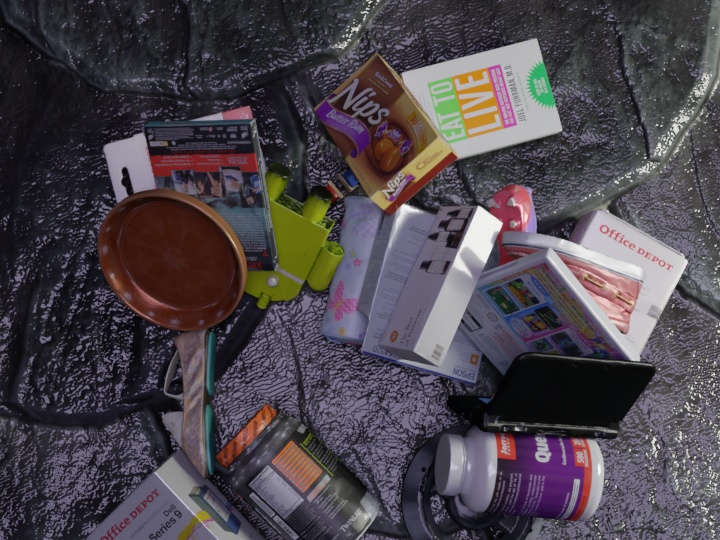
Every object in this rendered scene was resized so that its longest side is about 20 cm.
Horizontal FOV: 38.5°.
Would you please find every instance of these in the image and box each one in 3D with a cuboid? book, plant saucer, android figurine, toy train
[{"bbox_3d":[0.164,-0.229,1.424,0.199,0.048,0.134,-16,89,-8],"label":"book"},{"bbox_3d":[-0.240,-0.014,1.325,0.199,0.032,0.201,7,121,13],"label":"plant saucer"},{"bbox_3d":[-0.114,-0.037,1.343,0.182,0.041,0.200,30,121,-1],"label":"android figurine"},{"bbox_3d":[-0.051,-0.096,1.395,0.200,0.046,0.034,-39,89,-6],"label":"toy train"}]

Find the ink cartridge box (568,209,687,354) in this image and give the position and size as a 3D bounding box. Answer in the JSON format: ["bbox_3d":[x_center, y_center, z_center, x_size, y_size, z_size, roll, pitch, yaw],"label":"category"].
[{"bbox_3d":[0.324,0.040,1.392,0.146,0.083,0.200,29,85,-1],"label":"ink cartridge box"}]

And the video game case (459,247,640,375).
[{"bbox_3d":[0.223,0.072,1.306,0.200,0.182,0.024,48,45,-20],"label":"video game case"}]

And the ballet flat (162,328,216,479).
[{"bbox_3d":[-0.223,0.174,1.345,0.067,0.068,0.201,-3,66,1],"label":"ballet flat"}]

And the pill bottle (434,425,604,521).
[{"bbox_3d":[0.201,0.256,1.319,0.199,0.112,0.113,7,85,-10],"label":"pill bottle"}]

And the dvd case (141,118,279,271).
[{"bbox_3d":[-0.186,-0.092,1.299,0.145,0.022,0.201,0,116,16],"label":"dvd case"}]

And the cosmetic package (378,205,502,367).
[{"bbox_3d":[0.099,0.016,1.289,0.051,0.082,0.201,31,76,-27],"label":"cosmetic package"}]

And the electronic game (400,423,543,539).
[{"bbox_3d":[0.152,0.307,1.381,0.199,0.042,0.201,2,80,-10],"label":"electronic game"}]

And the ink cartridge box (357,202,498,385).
[{"bbox_3d":[0.092,0.032,1.356,0.196,0.043,0.201,19,84,-32],"label":"ink cartridge box"}]

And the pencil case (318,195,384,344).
[{"bbox_3d":[0.000,0.000,1.371,0.090,0.083,0.201,6,83,41],"label":"pencil case"}]

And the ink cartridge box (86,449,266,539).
[{"bbox_3d":[-0.223,0.353,1.311,0.145,0.088,0.200,-43,88,16],"label":"ink cartridge box"}]

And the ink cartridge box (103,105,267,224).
[{"bbox_3d":[-0.229,-0.134,1.375,0.199,0.067,0.117,-15,87,-6],"label":"ink cartridge box"}]

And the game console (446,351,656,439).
[{"bbox_3d":[0.236,0.146,1.303,0.199,0.176,0.117,7,96,-21],"label":"game console"}]

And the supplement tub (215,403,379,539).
[{"bbox_3d":[-0.083,0.275,1.327,0.200,0.123,0.123,45,84,1],"label":"supplement tub"}]

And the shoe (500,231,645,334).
[{"bbox_3d":[0.263,0.017,1.303,0.199,0.071,0.091,17,84,-15],"label":"shoe"}]

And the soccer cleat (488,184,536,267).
[{"bbox_3d":[0.210,-0.014,1.371,0.067,0.076,0.201,3,103,39],"label":"soccer cleat"}]

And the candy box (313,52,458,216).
[{"bbox_3d":[0.030,-0.179,1.333,0.117,0.056,0.200,-40,49,12],"label":"candy box"}]
